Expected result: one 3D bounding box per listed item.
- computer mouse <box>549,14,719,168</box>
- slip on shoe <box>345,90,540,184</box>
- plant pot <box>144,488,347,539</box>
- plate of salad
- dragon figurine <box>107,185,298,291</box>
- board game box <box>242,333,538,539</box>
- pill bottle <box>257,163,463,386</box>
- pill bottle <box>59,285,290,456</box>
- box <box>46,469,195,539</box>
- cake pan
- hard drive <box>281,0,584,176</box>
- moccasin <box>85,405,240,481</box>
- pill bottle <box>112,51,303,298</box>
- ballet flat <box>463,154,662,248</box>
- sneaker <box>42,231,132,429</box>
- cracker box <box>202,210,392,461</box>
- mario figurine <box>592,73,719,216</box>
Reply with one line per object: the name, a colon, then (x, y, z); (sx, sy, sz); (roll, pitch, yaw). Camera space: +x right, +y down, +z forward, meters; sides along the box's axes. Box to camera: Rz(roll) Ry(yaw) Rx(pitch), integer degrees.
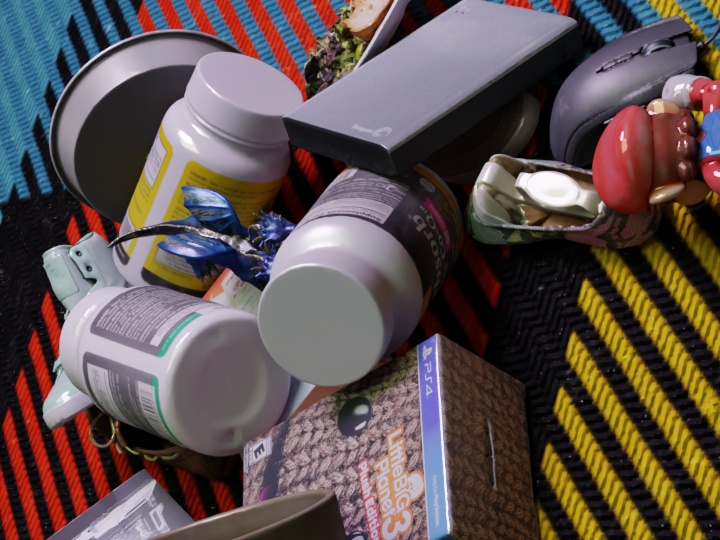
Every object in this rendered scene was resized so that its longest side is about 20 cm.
computer mouse: (0.203, -0.171, 1.452); (0.200, 0.046, 0.141); (-32, 46, 33)
slip on shoe: (0.054, -0.113, 1.575); (0.199, 0.060, 0.076); (-4, 63, 48)
plant pot: (-0.084, 0.253, 1.271); (0.199, 0.200, 0.174); (-19, 91, 42)
plate of salad: (-0.012, -0.191, 1.666); (0.201, 0.048, 0.200); (-57, 10, 15)
dragon figurine: (-0.120, -0.028, 1.563); (0.199, 0.099, 0.059); (17, 77, 23)
board game box: (0.018, 0.168, 1.392); (0.200, 0.097, 0.160); (-32, 44, 33)
pill bottle: (0.000, 0.000, 1.447); (0.116, 0.116, 0.200); (-37, 9, 27)
pill bottle: (-0.151, 0.072, 1.551); (0.200, 0.113, 0.114); (14, 76, 55)
box: (-0.184, 0.258, 1.556); (0.157, 0.050, 0.200); (-36, 34, -13)
cake pan: (-0.170, -0.115, 1.723); (0.200, 0.200, 0.037); (-46, 39, 17)
hard drive: (0.056, -0.144, 1.529); (0.200, 0.033, 0.139); (-35, 32, -25)
moccasin: (-0.180, 0.129, 1.668); (0.201, 0.078, 0.074); (24, 85, 55)
pill bottle: (-0.127, -0.075, 1.670); (0.201, 0.114, 0.115); (-64, 31, 30)
ballet flat: (0.130, -0.054, 1.436); (0.200, 0.071, 0.069); (8, 75, 52)
sneaker: (-0.252, 0.047, 1.714); (0.074, 0.118, 0.201); (-31, 18, 31)
cracker box: (-0.062, 0.062, 1.594); (0.134, 0.058, 0.200); (-50, 36, 14)
mario figurine: (0.251, -0.076, 1.311); (0.199, 0.106, 0.123); (-10, 20, 26)
